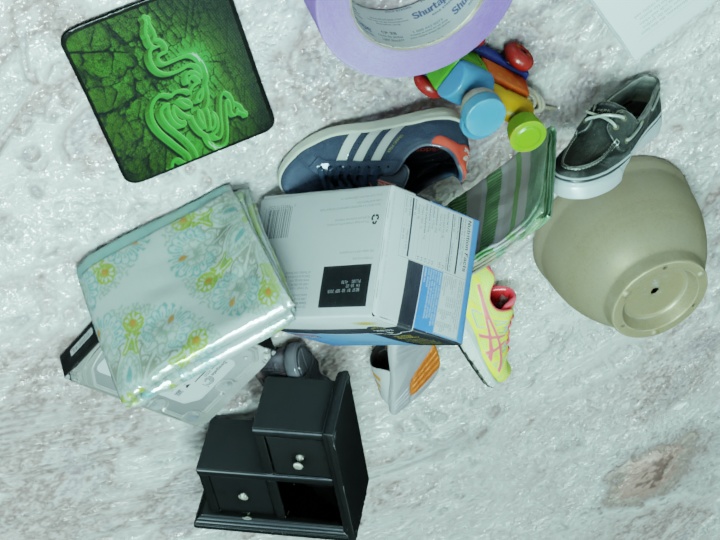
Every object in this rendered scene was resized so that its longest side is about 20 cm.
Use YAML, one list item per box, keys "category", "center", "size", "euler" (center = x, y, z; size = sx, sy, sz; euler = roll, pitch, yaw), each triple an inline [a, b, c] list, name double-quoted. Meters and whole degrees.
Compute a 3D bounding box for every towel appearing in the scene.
- category: "towel"
  center: [-0.173, 0.020, 1.487]
  size: [0.199, 0.172, 0.048]
  euler: [-28, 144, 3]
- category: "towel"
  center: [0.122, -0.050, 1.551]
  size: [0.023, 0.153, 0.200]
  euler: [37, 126, -21]

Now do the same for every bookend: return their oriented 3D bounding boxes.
- category: "bookend"
  center: [-0.103, 0.207, 1.711]
  size: [0.197, 0.093, 0.201]
  euler: [3, 136, 12]

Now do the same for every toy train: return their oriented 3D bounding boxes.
- category: "toy train"
  center: [0.154, -0.162, 1.499]
  size: [0.199, 0.116, 0.085]
  euler: [19, 123, -38]

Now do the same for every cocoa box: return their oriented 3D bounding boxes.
- category: "cocoa box"
  center: [0.000, 0.000, 1.505]
  size: [0.131, 0.135, 0.199]
  euler: [18, 166, -41]

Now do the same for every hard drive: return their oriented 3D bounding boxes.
- category: "hard drive"
  center: [-0.208, 0.093, 1.645]
  size: [0.140, 0.038, 0.199]
  euler: [-44, 136, 20]

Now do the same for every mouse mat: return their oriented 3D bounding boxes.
- category: "mouse mat"
  center: [-0.176, -0.175, 1.412]
  size: [0.160, 0.008, 0.201]
  euler: [-22, 139, -3]

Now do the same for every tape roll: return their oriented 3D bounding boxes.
- category: "tape roll"
  center: [0.044, -0.275, 1.372]
  size: [0.199, 0.066, 0.201]
  euler: [-14, 137, -13]

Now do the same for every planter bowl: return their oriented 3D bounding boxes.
- category: "planter bowl"
  center: [0.312, -0.010, 1.715]
  size: [0.199, 0.135, 0.201]
  euler: [-13, 137, -12]

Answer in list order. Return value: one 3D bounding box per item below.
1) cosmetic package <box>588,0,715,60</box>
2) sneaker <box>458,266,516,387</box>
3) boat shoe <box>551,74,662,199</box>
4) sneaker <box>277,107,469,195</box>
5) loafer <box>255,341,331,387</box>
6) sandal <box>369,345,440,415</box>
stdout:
- category: "cosmetic package"
  center: [0.267, -0.338, 1.371]
  size: [0.199, 0.123, 0.200]
  euler: [-36, 136, 12]
- category: "sneaker"
  center: [0.150, 0.062, 1.756]
  size: [0.090, 0.078, 0.200]
  euler: [-33, 140, -1]
- category: "boat shoe"
  center: [0.253, -0.144, 1.559]
  size: [0.200, 0.072, 0.071]
  euler: [-45, 140, -43]
- category: "sneaker"
  center: [0.014, -0.100, 1.507]
  size: [0.198, 0.085, 0.075]
  euler: [-17, 141, 7]
- category: "loafer"
  center: [-0.064, 0.156, 1.765]
  size: [0.062, 0.072, 0.201]
  euler: [-10, 136, 18]
- category: "sandal"
  center: [0.046, 0.091, 1.746]
  size: [0.079, 0.059, 0.207]
  euler: [-39, 153, -20]
